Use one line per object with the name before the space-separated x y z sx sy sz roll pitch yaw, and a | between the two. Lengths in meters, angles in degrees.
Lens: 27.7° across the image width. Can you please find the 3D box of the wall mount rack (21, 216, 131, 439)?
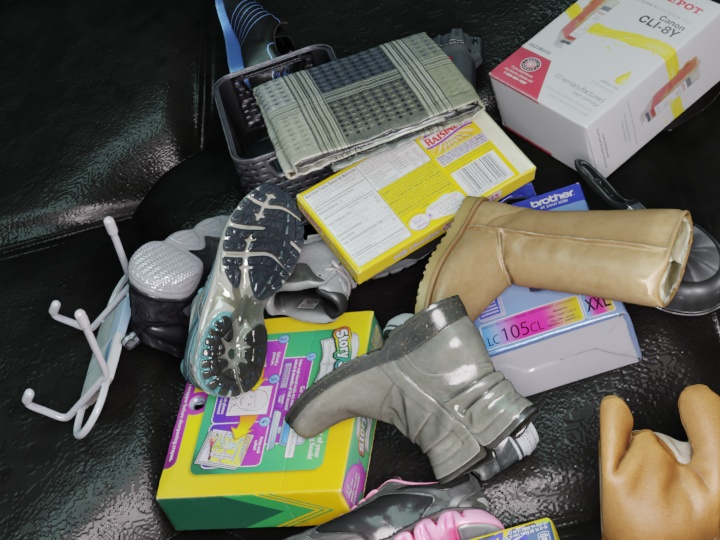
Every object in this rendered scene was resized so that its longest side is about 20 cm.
wall mount rack | -0.259 0.052 1.404 0.174 0.074 0.200 -45 28 42

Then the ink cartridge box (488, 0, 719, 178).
ink cartridge box | 0.252 -0.202 1.465 0.200 0.084 0.145 -40 47 -15

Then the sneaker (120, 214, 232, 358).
sneaker | -0.160 0.017 1.444 0.075 0.114 0.200 38 34 25

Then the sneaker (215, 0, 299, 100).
sneaker | -0.120 -0.277 1.706 0.078 0.070 0.200 -17 51 2

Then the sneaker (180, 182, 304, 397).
sneaker | -0.118 0.014 1.314 0.086 0.077 0.201 -6 62 57

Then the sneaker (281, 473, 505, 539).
sneaker | 0.016 0.214 1.199 0.199 0.079 0.096 -12 40 2

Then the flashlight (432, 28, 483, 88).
flashlight | 0.087 -0.187 1.508 0.068 0.068 0.200 25 29 -11

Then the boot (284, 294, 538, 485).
boot | 0.037 0.121 1.187 0.200 0.068 0.131 -35 80 27

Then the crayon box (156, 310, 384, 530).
crayon box | -0.075 0.133 1.313 0.172 0.058 0.200 -4 47 17

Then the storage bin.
storage bin | -0.066 -0.138 1.504 0.135 0.094 0.200 -19 33 -1

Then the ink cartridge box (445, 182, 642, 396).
ink cartridge box | 0.157 0.008 1.321 0.136 0.076 0.200 -18 44 6

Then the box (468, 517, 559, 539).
box | 0.066 0.261 1.134 0.199 0.064 0.070 -17 45 7

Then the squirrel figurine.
squirrel figurine | 0.274 0.187 1.090 0.186 0.142 0.201 -1 63 8

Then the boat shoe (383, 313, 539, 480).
boat shoe | 0.068 0.105 1.263 0.071 0.072 0.200 -34 41 -14

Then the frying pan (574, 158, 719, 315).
frying pan | 0.270 -0.038 1.313 0.114 0.031 0.190 1 50 -15

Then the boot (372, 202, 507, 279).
boot | 0.037 -0.067 1.417 0.200 0.107 0.075 -28 46 -2

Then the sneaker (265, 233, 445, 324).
sneaker | 0.000 0.000 1.345 0.199 0.075 0.116 -21 27 6

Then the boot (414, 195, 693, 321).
boot | 0.159 0.007 1.222 0.199 0.066 0.176 8 57 26

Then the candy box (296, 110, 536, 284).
candy box | 0.052 -0.076 1.336 0.200 0.026 0.102 -30 61 -16

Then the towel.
towel | 0.004 -0.157 1.395 0.192 0.035 0.200 -19 31 -5
